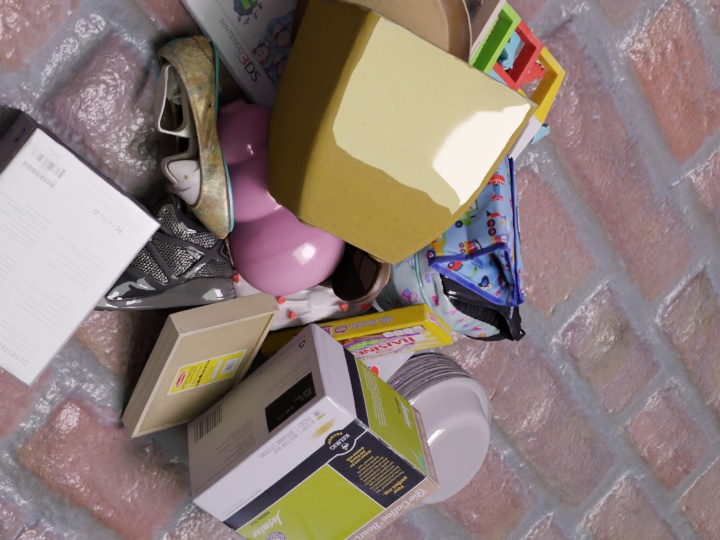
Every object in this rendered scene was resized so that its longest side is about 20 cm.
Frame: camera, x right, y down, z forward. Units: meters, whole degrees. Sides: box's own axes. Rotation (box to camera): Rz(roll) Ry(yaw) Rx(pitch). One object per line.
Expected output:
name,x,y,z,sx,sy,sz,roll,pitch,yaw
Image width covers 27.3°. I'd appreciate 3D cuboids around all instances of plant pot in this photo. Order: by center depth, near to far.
plant pot,0.014,-0.125,1.420,0.193,0.195,0.201,26,96,-22
plant pot,0.018,-0.232,1.513,0.198,0.027,0.202,-3,99,-20

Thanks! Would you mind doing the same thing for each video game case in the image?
video game case,-0.066,-0.278,1.495,0.200,0.024,0.182,-44,138,-8

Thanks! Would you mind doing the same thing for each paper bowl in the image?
paper bowl,0.087,0.218,1.910,0.199,0.104,0.202,-23,131,-29

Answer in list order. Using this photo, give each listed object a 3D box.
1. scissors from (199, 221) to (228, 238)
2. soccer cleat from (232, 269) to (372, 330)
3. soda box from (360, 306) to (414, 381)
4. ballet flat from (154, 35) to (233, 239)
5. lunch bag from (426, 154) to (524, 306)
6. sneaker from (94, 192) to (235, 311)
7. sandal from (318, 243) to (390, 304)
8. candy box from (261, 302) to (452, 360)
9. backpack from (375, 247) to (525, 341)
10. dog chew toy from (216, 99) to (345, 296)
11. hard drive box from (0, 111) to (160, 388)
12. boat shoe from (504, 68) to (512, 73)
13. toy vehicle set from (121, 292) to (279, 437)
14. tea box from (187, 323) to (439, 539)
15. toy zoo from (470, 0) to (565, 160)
scissors,-0.096,-0.058,1.627,0.199,0.014,0.074,5,112,-41
soccer cleat,-0.081,0.034,1.671,0.198,0.077,0.070,0,81,-26
soda box,-0.033,0.135,1.774,0.200,0.068,0.064,-45,136,-7
ballet flat,-0.168,-0.128,1.455,0.070,0.070,0.202,-13,105,-34
lunch bag,0.139,-0.054,1.640,0.093,0.152,0.200,-11,159,18
sneaker,-0.230,-0.015,1.505,0.197,0.076,0.116,-7,90,-10
sandal,0.000,0.000,1.563,0.054,0.200,0.082,23,84,-16
candy box,-0.003,0.079,1.687,0.198,0.027,0.102,-12,161,18
backpack,0.104,0.004,1.736,0.199,0.126,0.169,13,66,-57
dog chew toy,-0.094,-0.078,1.522,0.124,0.124,0.202,-28,103,-23
hard drive box,-0.313,-0.019,1.389,0.156,0.077,0.200,40,89,-28
boat shoe,0.132,-0.155,1.719,0.073,0.065,0.202,-17,127,-32
toy vehicle set,-0.174,0.103,1.603,0.123,0.027,0.201,-13,149,-35
tea box,-0.054,0.205,1.647,0.199,0.134,0.197,-38,121,16
toy zoo,0.162,-0.202,1.655,0.132,0.020,0.200,-59,141,-4
